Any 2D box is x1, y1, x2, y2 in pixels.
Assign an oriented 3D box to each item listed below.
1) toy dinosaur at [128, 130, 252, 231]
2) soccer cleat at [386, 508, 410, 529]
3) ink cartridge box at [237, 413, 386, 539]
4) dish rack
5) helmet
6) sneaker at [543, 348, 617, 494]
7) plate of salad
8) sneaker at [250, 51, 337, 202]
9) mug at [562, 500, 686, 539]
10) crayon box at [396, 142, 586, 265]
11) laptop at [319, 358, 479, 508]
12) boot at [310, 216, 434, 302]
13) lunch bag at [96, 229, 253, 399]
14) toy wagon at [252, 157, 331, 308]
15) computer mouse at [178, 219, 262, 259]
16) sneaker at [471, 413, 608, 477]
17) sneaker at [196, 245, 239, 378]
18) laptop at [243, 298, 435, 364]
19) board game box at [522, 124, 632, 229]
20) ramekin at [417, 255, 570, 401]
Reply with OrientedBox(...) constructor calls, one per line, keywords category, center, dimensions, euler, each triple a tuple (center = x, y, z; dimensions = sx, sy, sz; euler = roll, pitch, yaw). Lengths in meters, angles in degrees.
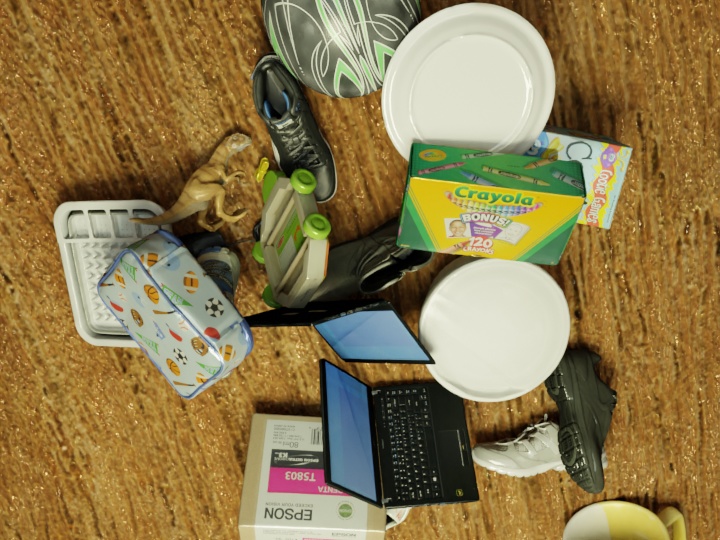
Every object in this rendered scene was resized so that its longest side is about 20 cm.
OrientedBox(category="toy dinosaur", center=(-0.207, -0.094, 0.985), dimensions=(0.201, 0.060, 0.107), euler=(-53, 124, -27))
OrientedBox(category="soccer cleat", center=(0.060, 0.318, 1.117), dimensions=(0.068, 0.085, 0.200), euler=(38, 103, -11))
OrientedBox(category="ink cartridge box", center=(-0.061, 0.291, 1.064), dimensions=(0.197, 0.166, 0.076), euler=(3, 141, -2))
OrientedBox(category="dish rack", center=(-0.312, 0.002, 1.026), dimensions=(0.169, 0.044, 0.203), euler=(0, 107, 15))
OrientedBox(category="helmet", center=(-0.022, -0.299, 0.874), dimensions=(0.197, 0.191, 0.203), euler=(0, 107, -1))
OrientedBox(category="sneaker", center=(0.315, 0.201, 1.056), dimensions=(0.089, 0.076, 0.203), euler=(-4, 75, -11))
OrientedBox(category="plate of salad", center=(0.121, -0.200, 0.871), dimensions=(0.197, 0.048, 0.202), euler=(-3, 120, -5))
OrientedBox(category="sneaker", center=(-0.088, -0.168, 0.955), dimensions=(0.072, 0.112, 0.202), euler=(-21, 106, 7))
OrientedBox(category="mug", center=(0.403, 0.447, 1.133), dimensions=(0.184, 0.150, 0.155), euler=(-12, 115, 10))
OrientedBox(category="crayon box", center=(0.147, -0.075, 0.894), dimensions=(0.197, 0.059, 0.119), euler=(7, 141, -1))
OrientedBox(category="laptop", center=(0.050, 0.208, 1.014), dimensions=(0.197, 0.179, 0.104), euler=(-4, 143, -2))
OrientedBox(category="boot", center=(0.000, 0.000, 0.997), dimensions=(0.199, 0.131, 0.068), euler=(-33, 105, 9))
OrientedBox(category="lunch bag", center=(-0.231, 0.053, 0.940), dimensions=(0.201, 0.075, 0.160), euler=(52, 139, -1))
OrientedBox(category="toy wagon", center=(-0.092, -0.056, 0.962), dimensions=(0.039, 0.202, 0.156), euler=(3, 144, -30))
OrientedBox(category="computer mouse", center=(-0.174, -0.031, 1.037), dimensions=(0.197, 0.034, 0.059), euler=(-12, 106, 3))
OrientedBox(category="sneaker", center=(0.256, 0.248, 1.116), dimensions=(0.197, 0.075, 0.083), euler=(-3, 91, -5))
OrientedBox(category="sneaker", center=(-0.200, 0.073, 1.030), dimensions=(0.076, 0.086, 0.202), euler=(1, 122, -1))
OrientedBox(category="laptop", center=(-0.039, 0.092, 0.971), dimensions=(0.176, 0.199, 0.105), euler=(-6, 96, 45))
OrientedBox(category="board game box", center=(0.219, -0.131, 0.973), dimensions=(0.197, 0.105, 0.104), euler=(10, 107, -3))
OrientedBox(category="ramekin", center=(0.173, 0.066, 1.038), dimensions=(0.199, 0.094, 0.205), euler=(0, 107, -1))
